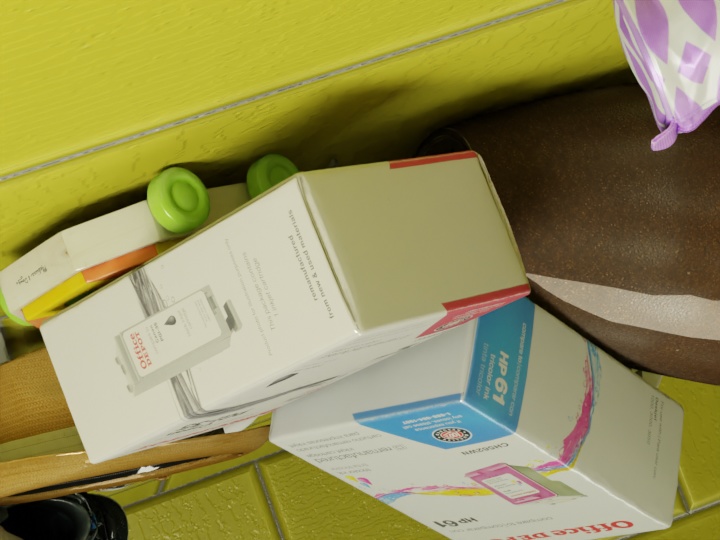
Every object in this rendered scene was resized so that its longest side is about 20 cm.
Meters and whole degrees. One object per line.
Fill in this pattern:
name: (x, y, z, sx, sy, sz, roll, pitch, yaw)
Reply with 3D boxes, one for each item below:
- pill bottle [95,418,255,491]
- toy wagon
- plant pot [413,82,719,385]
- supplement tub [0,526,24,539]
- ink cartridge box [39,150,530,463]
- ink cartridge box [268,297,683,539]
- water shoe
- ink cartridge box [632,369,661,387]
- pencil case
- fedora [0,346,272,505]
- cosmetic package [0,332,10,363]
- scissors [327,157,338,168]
pill bottle: (-0.128, 0.067, 1.253, 0.112, 0.113, 0.200, -13, 169, -42)
toy wagon: (-0.095, -0.016, 1.041, 0.200, 0.040, 0.155, -12, 169, -45)
plant pot: (0.132, -0.029, 1.114, 0.200, 0.187, 0.187, 3, 161, -28)
supplement tub: (-0.301, 0.170, 1.077, 0.200, 0.132, 0.132, 28, 152, -18)
ink cartridge box: (-0.039, 0.018, 0.969, 0.200, 0.083, 0.146, -27, 171, 38)
ink cartridge box: (0.070, 0.087, 1.102, 0.144, 0.085, 0.200, -15, 146, 40)
water shoe: (-0.195, 0.178, 1.247, 0.079, 0.072, 0.200, -23, 172, 27)
ink cartridge box: (0.136, 0.052, 1.336, 0.200, 0.146, 0.083, -59, 173, -42)
pencil case: (0.215, -0.130, 0.889, 0.200, 0.086, 0.084, -21, 173, 10)
fedora: (-0.148, 0.082, 1.106, 0.200, 0.082, 0.201, -12, 172, -2)
cosmetic package: (-0.302, 0.121, 1.225, 0.200, 0.102, 0.071, -24, 171, 31)
scissors: (-0.032, -0.028, 1.164, 0.014, 0.073, 0.200, -8, 146, -10)
